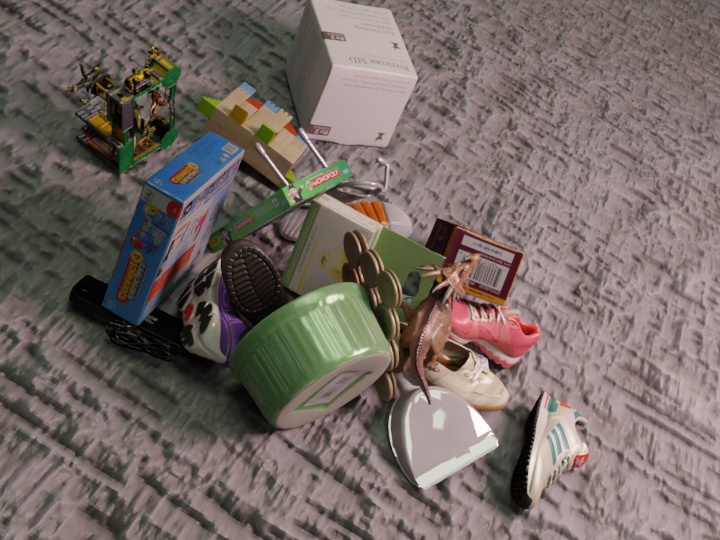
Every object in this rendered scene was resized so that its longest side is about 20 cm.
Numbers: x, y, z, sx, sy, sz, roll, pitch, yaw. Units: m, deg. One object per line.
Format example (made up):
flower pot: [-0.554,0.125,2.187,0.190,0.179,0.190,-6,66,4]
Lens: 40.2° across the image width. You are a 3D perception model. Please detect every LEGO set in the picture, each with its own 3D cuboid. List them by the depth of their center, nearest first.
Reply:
LEGO set: [-0.354,-0.252,1.463,0.116,0.200,0.154,38,63,15]

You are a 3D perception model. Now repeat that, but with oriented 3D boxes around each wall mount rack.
wall mount rack: [-0.060,-0.149,1.484,0.173,0.199,0.075,11,77,-38]

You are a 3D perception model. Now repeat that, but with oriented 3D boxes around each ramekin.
ramekin: [-0.057,0.113,1.241,0.199,0.200,0.098,-17,64,-38]

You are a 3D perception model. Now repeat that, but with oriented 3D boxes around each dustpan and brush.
dustpan and brush: [0.080,0.183,1.337,0.139,0.057,0.201,-24,79,-24]

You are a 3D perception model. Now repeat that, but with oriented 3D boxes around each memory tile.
memory tile: [0.013,0.059,1.309,0.017,0.201,0.153,-14,37,-23]

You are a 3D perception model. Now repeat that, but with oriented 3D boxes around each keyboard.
keyboard: [-0.292,0.076,1.282,0.199,0.040,0.104,26,19,-1]

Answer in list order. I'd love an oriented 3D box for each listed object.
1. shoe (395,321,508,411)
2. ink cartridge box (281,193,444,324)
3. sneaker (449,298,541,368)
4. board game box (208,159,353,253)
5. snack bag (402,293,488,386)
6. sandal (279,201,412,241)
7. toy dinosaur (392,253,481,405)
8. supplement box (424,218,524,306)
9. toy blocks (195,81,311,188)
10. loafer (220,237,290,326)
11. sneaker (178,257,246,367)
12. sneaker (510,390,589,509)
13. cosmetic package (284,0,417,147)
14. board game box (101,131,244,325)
shoe: [0.122,0.134,1.384,0.199,0.054,0.070,28,44,3]
ink cartridge box: [0.000,0.000,1.400,0.199,0.146,0.048,29,25,11]
sneaker: [0.187,0.071,1.438,0.199,0.087,0.074,27,38,-37]
board game box: [-0.118,-0.091,1.410,0.134,0.199,0.029,-30,93,-44]
snack bag: [0.097,0.104,1.456,0.199,0.021,0.189,15,44,-13]
sandal: [-0.023,-0.061,1.534,0.205,0.059,0.080,-1,50,1]
toy dinosaur: [0.092,0.068,1.306,0.085,0.136,0.201,19,57,-5]
supplement box: [0.163,-0.016,1.486,0.110,0.086,0.200,21,5,-6]
toy blocks: [-0.160,-0.227,1.606,0.199,0.100,0.137,36,32,-4]
loafer: [-0.138,0.029,1.310,0.073,0.201,0.071,-30,43,-9]
sneaker: [-0.193,0.061,1.314,0.083,0.080,0.201,41,22,-29]
sneaker: [0.270,0.255,1.358,0.093,0.071,0.200,23,39,3]
cosmetic package: [-0.022,-0.348,1.732,0.164,0.165,0.201,2,48,-24]
board game box: [-0.242,-0.059,1.283,0.056,0.197,0.200,29,29,2]
